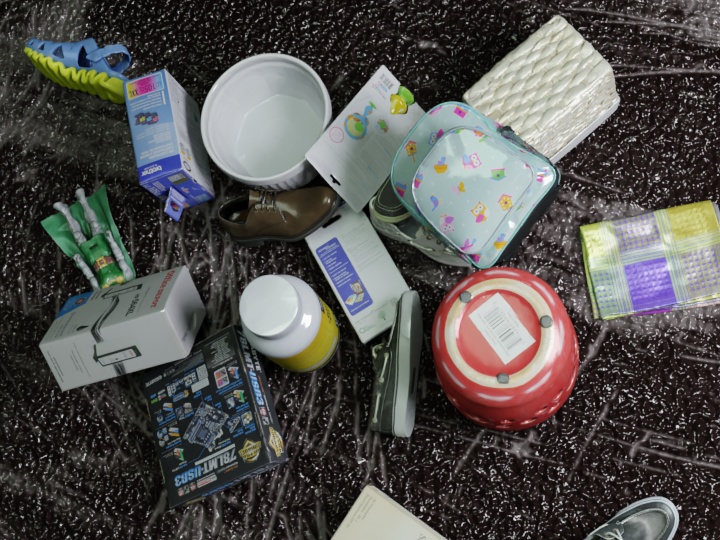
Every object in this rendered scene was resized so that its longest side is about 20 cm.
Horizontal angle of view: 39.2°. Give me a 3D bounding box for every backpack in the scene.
[{"bbox_3d":[0.138,-0.118,1.322,0.199,0.153,0.177,40,104,17],"label":"backpack"}]

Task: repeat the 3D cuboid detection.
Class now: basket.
[{"bbox_3d":[0.253,-0.239,1.434,0.199,0.123,0.136,-40,70,1],"label":"basket"}]

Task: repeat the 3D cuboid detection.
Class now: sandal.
[{"bbox_3d":[-0.452,-0.341,1.650,0.197,0.080,0.088,20,77,8],"label":"sandal"}]

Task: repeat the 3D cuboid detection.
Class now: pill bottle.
[{"bbox_3d":[-0.100,0.071,1.389,0.110,0.200,0.114,-3,74,10],"label":"pill bottle"}]

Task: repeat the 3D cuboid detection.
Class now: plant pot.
[{"bbox_3d":[0.185,0.102,1.330,0.197,0.182,0.204,-4,76,14],"label":"plant pot"}]

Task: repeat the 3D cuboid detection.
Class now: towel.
[{"bbox_3d":[0.409,-0.014,1.393,0.197,0.023,0.146,-10,74,10],"label":"towel"}]

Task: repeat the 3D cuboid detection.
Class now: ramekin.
[{"bbox_3d":[-0.130,-0.213,1.523,0.197,0.105,0.204,-3,75,12],"label":"ramekin"}]

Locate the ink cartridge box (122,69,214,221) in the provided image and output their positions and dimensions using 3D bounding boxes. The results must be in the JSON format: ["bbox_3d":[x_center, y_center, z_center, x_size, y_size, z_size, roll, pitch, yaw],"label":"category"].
[{"bbox_3d":[-0.286,-0.181,1.532,0.075,0.136,0.203,-18,72,9],"label":"ink cartridge box"}]

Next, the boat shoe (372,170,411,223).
[{"bbox_3d":[0.080,-0.150,1.442,0.071,0.067,0.201,26,55,25],"label":"boat shoe"}]

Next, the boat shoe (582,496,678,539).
[{"bbox_3d":[0.322,0.360,1.286,0.199,0.071,0.072,-37,71,0],"label":"boat shoe"}]

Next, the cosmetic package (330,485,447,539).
[{"bbox_3d":[0.065,0.385,1.338,0.199,0.073,0.104,32,84,19],"label":"cosmetic package"}]

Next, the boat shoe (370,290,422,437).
[{"bbox_3d":[0.046,0.127,1.398,0.063,0.071,0.204,6,90,18],"label":"boat shoe"}]

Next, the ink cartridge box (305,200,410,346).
[{"bbox_3d":[0.000,0.000,1.473,0.099,0.039,0.202,-30,72,3],"label":"ink cartridge box"}]

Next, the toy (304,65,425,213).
[{"bbox_3d":[0.008,-0.192,1.488,0.115,0.047,0.201,45,68,-15],"label":"toy"}]

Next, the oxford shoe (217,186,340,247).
[{"bbox_3d":[-0.123,-0.087,1.470,0.197,0.084,0.074,-14,56,24],"label":"oxford shoe"}]

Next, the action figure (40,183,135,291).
[{"bbox_3d":[-0.406,-0.028,1.566,0.117,0.055,0.201,-32,75,-1],"label":"action figure"}]

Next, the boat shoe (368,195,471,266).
[{"bbox_3d":[0.100,-0.059,1.449,0.197,0.069,0.072,17,80,17],"label":"boat shoe"}]

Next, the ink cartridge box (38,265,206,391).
[{"bbox_3d":[-0.339,0.080,1.460,0.197,0.147,0.085,-16,114,10],"label":"ink cartridge box"}]

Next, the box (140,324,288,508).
[{"bbox_3d":[-0.211,0.207,1.425,0.198,0.049,0.201,-29,71,29],"label":"box"}]
